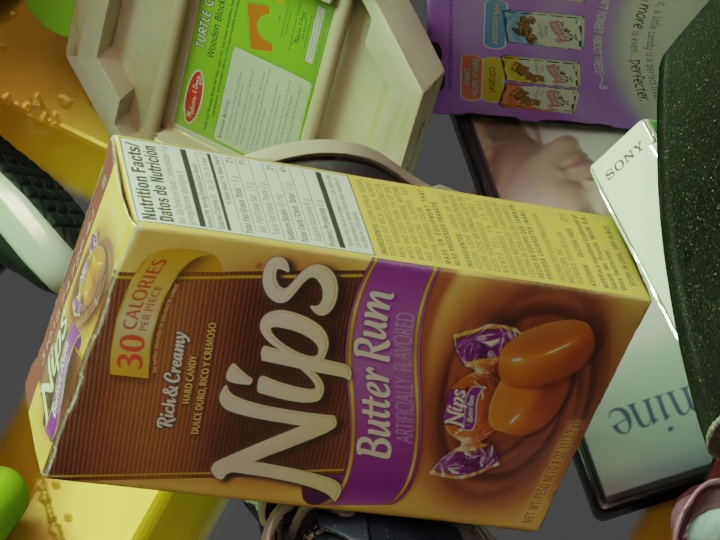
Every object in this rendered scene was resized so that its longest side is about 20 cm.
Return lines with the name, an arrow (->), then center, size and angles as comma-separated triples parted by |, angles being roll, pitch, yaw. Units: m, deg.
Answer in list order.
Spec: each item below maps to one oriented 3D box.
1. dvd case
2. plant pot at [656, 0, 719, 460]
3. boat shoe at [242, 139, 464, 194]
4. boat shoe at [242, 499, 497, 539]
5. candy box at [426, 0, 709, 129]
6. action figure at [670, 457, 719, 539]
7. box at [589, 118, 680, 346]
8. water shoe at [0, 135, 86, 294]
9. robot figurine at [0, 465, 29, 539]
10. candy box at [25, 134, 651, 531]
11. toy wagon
dvd case -> 0.131, -0.009, 1.141 | 0.142, 0.018, 0.201 | -17, 69, -5
plant pot -> 0.213, -0.041, 0.935 | 0.200, 0.199, 0.178 | -51, 39, 25
boat shoe -> 0.000, 0.000, 1.057 | 0.073, 0.199, 0.063 | -37, 64, 26
boat shoe -> -0.014, 0.085, 1.060 | 0.200, 0.093, 0.075 | 44, 106, 17
candy box -> 0.127, -0.122, 1.086 | 0.198, 0.168, 0.072 | 5, 66, 3
action figure -> 0.157, 0.140, 1.047 | 0.149, 0.133, 0.201 | -37, 47, 34
box -> 0.184, 0.019, 1.037 | 0.036, 0.199, 0.145 | -41, 59, 30
water shoe -> -0.193, -0.036, 1.151 | 0.200, 0.071, 0.079 | 39, 97, 20
robot figurine -> -0.219, 0.075, 1.070 | 0.174, 0.116, 0.201 | 23, 70, 2
candy box -> -0.009, 0.027, 0.991 | 0.199, 0.117, 0.057 | 9, 35, -21
toy wagon -> -0.064, -0.096, 1.119 | 0.199, 0.156, 0.040 | 28, 38, 13
